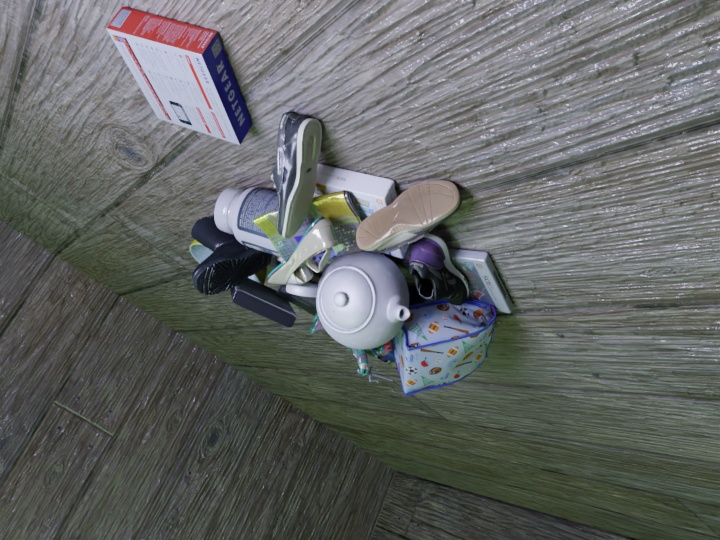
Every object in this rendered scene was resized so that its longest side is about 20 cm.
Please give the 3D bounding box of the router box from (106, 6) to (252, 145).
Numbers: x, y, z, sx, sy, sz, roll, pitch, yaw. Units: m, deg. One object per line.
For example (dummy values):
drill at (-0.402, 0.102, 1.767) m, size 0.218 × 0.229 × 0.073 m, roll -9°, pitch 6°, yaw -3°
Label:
router box at (-0.283, -0.306, 0.972) m, size 0.175 × 0.050 × 0.201 m, roll 20°, pitch 156°, yaw 16°

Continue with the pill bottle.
pill bottle at (-0.189, -0.101, 1.213) m, size 0.195 × 0.122 × 0.120 m, roll 17°, pitch 156°, yaw 22°

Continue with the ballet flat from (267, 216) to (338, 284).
ballet flat at (-0.100, -0.014, 1.067) m, size 0.069 × 0.070 × 0.200 m, roll 32°, pitch 135°, yaw -15°

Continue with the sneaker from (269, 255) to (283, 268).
sneaker at (-0.135, -0.044, 1.323) m, size 0.076 × 0.082 × 0.199 m, roll 36°, pitch 154°, yaw -19°

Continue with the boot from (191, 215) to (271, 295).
boot at (-0.305, -0.039, 1.261) m, size 0.166 × 0.198 × 0.078 m, roll 32°, pitch 129°, yaw 28°

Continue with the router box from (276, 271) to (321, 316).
router box at (-0.096, 0.058, 1.430) m, size 0.197 × 0.053 × 0.158 m, roll 31°, pitch -166°, yaw -10°

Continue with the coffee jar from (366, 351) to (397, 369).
coffee jar at (0.059, 0.187, 1.593) m, size 0.196 × 0.087 × 0.105 m, roll 27°, pitch 154°, yaw 1°

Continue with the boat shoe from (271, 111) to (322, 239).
boat shoe at (-0.112, -0.152, 0.984) m, size 0.066 × 0.071 × 0.205 m, roll 22°, pitch 116°, yaw 23°

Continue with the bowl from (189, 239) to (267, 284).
bowl at (-0.300, -0.049, 1.455) m, size 0.196 × 0.110 × 0.201 m, roll 21°, pitch 157°, yaw 10°

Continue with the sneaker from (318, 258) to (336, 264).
sneaker at (0.000, 0.000, 1.238) m, size 0.197 × 0.088 × 0.075 m, roll 30°, pitch -170°, yaw 2°

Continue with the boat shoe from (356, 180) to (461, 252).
boat shoe at (0.083, -0.083, 0.985) m, size 0.197 × 0.074 × 0.064 m, roll -27°, pitch 153°, yaw 30°

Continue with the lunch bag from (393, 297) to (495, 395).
lunch bag at (0.170, 0.144, 1.223) m, size 0.194 × 0.126 × 0.172 m, roll -10°, pitch 140°, yaw -6°

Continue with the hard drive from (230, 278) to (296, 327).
hard drive at (-0.218, 0.061, 1.319) m, size 0.137 × 0.034 × 0.200 m, roll 26°, pitch -177°, yaw -17°

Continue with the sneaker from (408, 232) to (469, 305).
sneaker at (0.135, 0.023, 1.102) m, size 0.074 × 0.089 × 0.201 m, roll 7°, pitch 150°, yaw 36°

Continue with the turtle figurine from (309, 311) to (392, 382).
turtle figurine at (-0.008, 0.146, 1.262) m, size 0.197 × 0.102 × 0.150 m, roll 32°, pitch 180°, yaw -7°

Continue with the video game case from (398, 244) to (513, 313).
video game case at (0.182, 0.015, 1.177) m, size 0.196 × 0.023 × 0.183 m, roll 9°, pitch 151°, yaw 37°

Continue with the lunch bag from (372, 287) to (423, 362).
lunch bag at (0.068, 0.118, 1.370) m, size 0.130 × 0.138 × 0.201 m, roll 10°, pitch 151°, yaw 33°

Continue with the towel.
towel at (-0.078, -0.068, 1.078) m, size 0.195 × 0.023 × 0.145 m, roll -11°, pitch 136°, yaw 21°

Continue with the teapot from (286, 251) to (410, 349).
teapot at (-0.014, 0.053, 1.119) m, size 0.200 × 0.199 × 0.145 m, roll 59°, pitch -159°, yaw 16°

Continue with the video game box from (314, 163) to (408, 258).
video game box at (-0.016, -0.110, 1.101) m, size 0.195 × 0.048 × 0.184 m, roll 16°, pitch 151°, yaw 25°
